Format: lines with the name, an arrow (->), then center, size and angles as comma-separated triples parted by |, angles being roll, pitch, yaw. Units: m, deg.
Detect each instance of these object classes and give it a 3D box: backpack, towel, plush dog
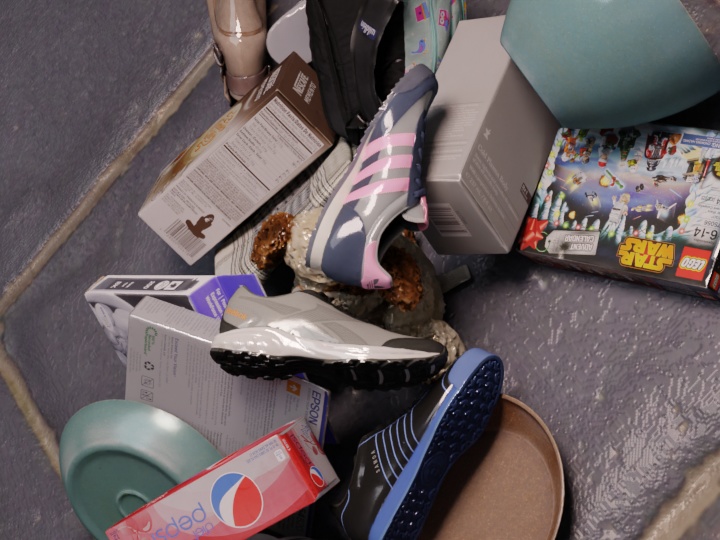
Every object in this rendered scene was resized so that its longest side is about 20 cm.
backpack -> 0.026, -0.215, 1.689 | 0.167, 0.126, 0.201 | 22, 124, 51
towel -> -0.071, -0.057, 1.748 | 0.193, 0.035, 0.200 | -48, 11, 11
plush dog -> 0.000, 0.000, 1.618 | 0.199, 0.172, 0.161 | 11, 74, 24

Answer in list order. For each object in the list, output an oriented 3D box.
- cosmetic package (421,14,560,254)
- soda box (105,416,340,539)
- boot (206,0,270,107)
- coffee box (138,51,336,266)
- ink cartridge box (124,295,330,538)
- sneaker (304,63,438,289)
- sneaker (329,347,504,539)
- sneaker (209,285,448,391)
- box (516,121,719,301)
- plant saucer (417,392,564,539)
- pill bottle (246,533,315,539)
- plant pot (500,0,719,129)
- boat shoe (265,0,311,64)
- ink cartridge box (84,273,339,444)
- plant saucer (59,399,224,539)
cosmetic package -> 0.110, -0.122, 1.619 | 0.090, 0.107, 0.201 | 0, 53, 39
soda box -> -0.121, 0.205, 1.590 | 0.200, 0.063, 0.070 | -31, 89, 23
boot -> -0.127, -0.245, 1.915 | 0.070, 0.200, 0.147 | -6, 97, 1
coffee box -> -0.116, -0.111, 1.808 | 0.200, 0.080, 0.114 | -39, 16, 22
ink cartridge box -> -0.119, 0.137, 1.652 | 0.199, 0.200, 0.041 | 20, 39, 14
sneaker -> 0.032, -0.074, 1.522 | 0.082, 0.070, 0.201 | 25, 79, 12
sneaker -> 0.044, 0.145, 1.559 | 0.078, 0.070, 0.200 | 32, 91, 38
sneaker -> -0.024, 0.053, 1.538 | 0.199, 0.074, 0.080 | 8, 66, 6
box -> 0.241, -0.058, 1.564 | 0.199, 0.040, 0.137 | 12, 78, 41
plant saucer -> 0.096, 0.204, 1.560 | 0.200, 0.037, 0.201 | -18, 60, 33
pill bottle -> -0.044, 0.295, 1.565 | 0.200, 0.119, 0.120 | 13, 78, 56
plant pot -> 0.198, -0.197, 1.542 | 0.135, 0.200, 0.200 | -37, 51, 8
boat shoe -> -0.006, -0.272, 1.842 | 0.200, 0.071, 0.070 | -32, 16, 7
ink cartridge box -> -0.138, 0.091, 1.695 | 0.199, 0.199, 0.043 | -1, 35, 41
plant saucer -> -0.201, 0.211, 1.696 | 0.199, 0.201, 0.036 | -13, 25, 34
